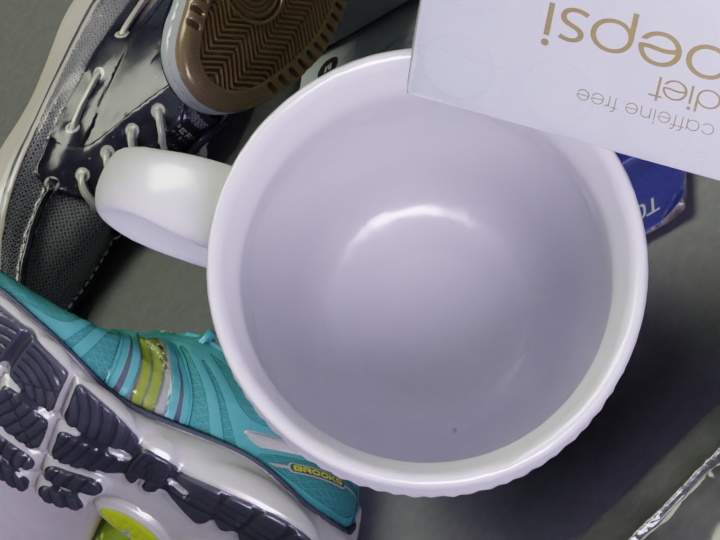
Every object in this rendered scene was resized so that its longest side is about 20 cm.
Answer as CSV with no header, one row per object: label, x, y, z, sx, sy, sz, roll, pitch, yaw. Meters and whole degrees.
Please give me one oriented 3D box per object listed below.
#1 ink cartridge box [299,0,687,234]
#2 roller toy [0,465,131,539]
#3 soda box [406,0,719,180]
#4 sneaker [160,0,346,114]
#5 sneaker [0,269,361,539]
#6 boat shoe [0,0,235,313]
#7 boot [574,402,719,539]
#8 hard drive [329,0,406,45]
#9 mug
ink cartridge box,0.049,-0.060,1.197,0.199,0.041,0.200,-31,35,29
roller toy,-0.168,0.105,1.198,0.200,0.140,0.182,-47,30,5
soda box,0.120,-0.072,0.903,0.064,0.199,0.068,-62,-15,-52
sneaker,-0.057,-0.138,1.234,0.108,0.070,0.200,-13,42,44
sneaker,-0.088,0.054,1.104,0.078,0.200,0.080,-46,15,43
boat shoe,-0.119,-0.054,1.381,0.092,0.075,0.201,0,65,38
boot,0.124,0.056,0.951,0.200,0.072,0.182,-51,30,9
hard drive,0.009,-0.154,1.313,0.200,0.042,0.135,-24,18,43
mug,0.000,0.000,1.022,0.175,0.199,0.148,75,-147,-83
